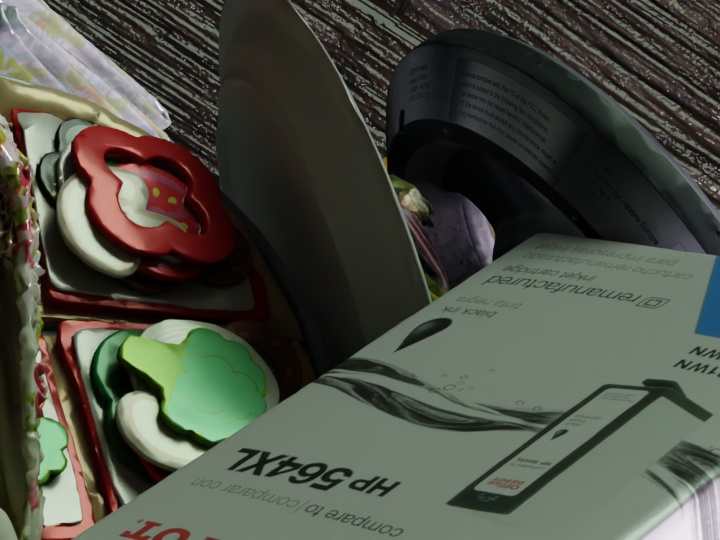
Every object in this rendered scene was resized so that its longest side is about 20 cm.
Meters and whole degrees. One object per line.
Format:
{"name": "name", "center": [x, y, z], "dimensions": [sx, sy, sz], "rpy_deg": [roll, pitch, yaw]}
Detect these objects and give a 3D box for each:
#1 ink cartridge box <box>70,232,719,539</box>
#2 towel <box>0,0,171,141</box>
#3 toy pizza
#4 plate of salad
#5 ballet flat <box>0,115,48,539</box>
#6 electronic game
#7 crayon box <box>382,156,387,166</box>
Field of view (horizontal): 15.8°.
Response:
{"name": "ink cartridge box", "center": [0.042, 0.074, 0.662], "dimensions": [0.146, 0.200, 0.085], "rpy_deg": [9, -58, 44]}
{"name": "towel", "center": [-0.192, -0.042, 1.074], "dimensions": [0.048, 0.199, 0.171], "rpy_deg": [65, 8, 25]}
{"name": "toy pizza", "center": [-0.093, 0.010, 0.748], "dimensions": [0.199, 0.032, 0.201], "rpy_deg": [20, 42, -19]}
{"name": "plate of salad", "center": [0.000, 0.000, 0.834], "dimensions": [0.200, 0.048, 0.201], "rpy_deg": [162, -90, -75]}
{"name": "ballet flat", "center": [-0.111, 0.046, 0.650], "dimensions": [0.075, 0.201, 0.064], "rpy_deg": [-3, -10, -16]}
{"name": "electronic game", "center": [0.075, 0.011, 0.822], "dimensions": [0.200, 0.042, 0.200], "rpy_deg": [47, -19, 22]}
{"name": "crayon box", "center": [0.014, 0.037, 0.961], "dimensions": [0.200, 0.125, 0.052], "rpy_deg": [45, -22, 29]}
